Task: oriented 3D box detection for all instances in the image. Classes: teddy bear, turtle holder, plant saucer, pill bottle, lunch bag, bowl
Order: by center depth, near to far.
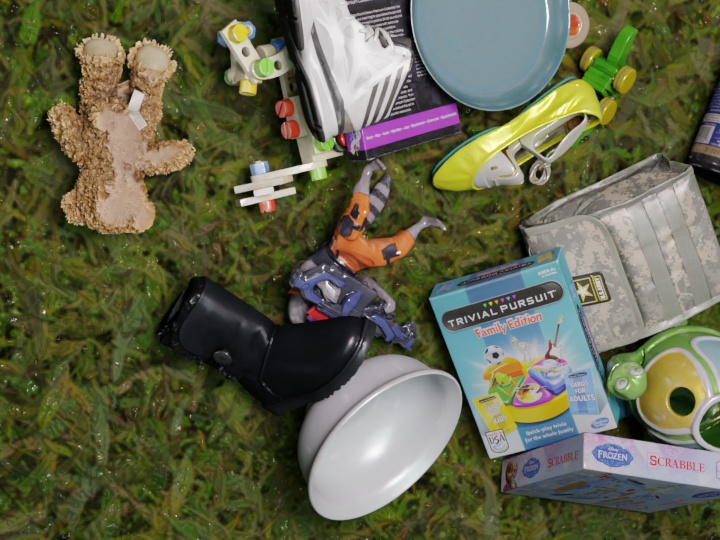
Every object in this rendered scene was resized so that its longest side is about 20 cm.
[{"bbox_3d":[-0.242,-0.137,1.334,0.143,0.067,0.203,-13,96,-23],"label":"teddy bear"},{"bbox_3d":[0.133,-0.269,1.402,0.198,0.027,0.203,-2,95,-26],"label":"plant saucer"},{"bbox_3d":[0.004,0.160,1.411,0.200,0.090,0.203,-27,140,-25],"label":"bowl"},{"bbox_3d":[0.362,0.128,1.458,0.141,0.132,0.186,-41,114,6],"label":"turtle holder"},{"bbox_3d":[0.288,-0.013,1.476,0.198,0.118,0.166,-25,107,-3],"label":"lunch bag"},{"bbox_3d":[0.453,-0.190,1.496,0.111,0.112,0.202,21,93,-18],"label":"pill bottle"}]

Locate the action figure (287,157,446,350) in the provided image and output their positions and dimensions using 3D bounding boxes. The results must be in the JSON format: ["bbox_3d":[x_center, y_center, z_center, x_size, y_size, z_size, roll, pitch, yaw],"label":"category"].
[{"bbox_3d":[0.000,0.000,1.422,0.194,0.105,0.200,-47,135,2],"label":"action figure"}]

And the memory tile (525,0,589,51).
[{"bbox_3d":[0.171,-0.332,1.442,0.151,0.017,0.203,-12,102,-14],"label":"memory tile"}]

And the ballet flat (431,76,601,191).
[{"bbox_3d":[0.170,-0.131,1.423,0.199,0.067,0.067,-33,63,4],"label":"ballet flat"}]

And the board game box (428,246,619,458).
[{"bbox_3d":[0.180,0.093,1.457,0.149,0.047,0.202,-17,105,20],"label":"board game box"}]

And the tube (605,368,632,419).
[{"bbox_3d":[0.333,0.132,1.546,0.198,0.050,0.078,-16,106,-10],"label":"tube"}]

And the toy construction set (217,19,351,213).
[{"bbox_3d":[-0.080,-0.159,1.356,0.130,0.092,0.203,-17,112,-38],"label":"toy construction set"}]

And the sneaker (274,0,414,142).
[{"bbox_3d":[-0.014,-0.235,1.289,0.114,0.076,0.203,-17,108,-13],"label":"sneaker"}]

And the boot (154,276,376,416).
[{"bbox_3d":[-0.101,0.065,1.343,0.167,0.200,0.077,34,52,-20],"label":"boot"}]

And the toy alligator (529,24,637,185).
[{"bbox_3d":[0.251,-0.177,1.474,0.201,0.059,0.054,-58,152,5],"label":"toy alligator"}]

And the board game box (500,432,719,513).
[{"bbox_3d":[0.285,0.225,1.467,0.197,0.200,0.042,11,71,-18],"label":"board game box"}]

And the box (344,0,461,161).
[{"bbox_3d":[0.029,-0.227,1.377,0.142,0.036,0.203,-19,104,-39],"label":"box"}]
